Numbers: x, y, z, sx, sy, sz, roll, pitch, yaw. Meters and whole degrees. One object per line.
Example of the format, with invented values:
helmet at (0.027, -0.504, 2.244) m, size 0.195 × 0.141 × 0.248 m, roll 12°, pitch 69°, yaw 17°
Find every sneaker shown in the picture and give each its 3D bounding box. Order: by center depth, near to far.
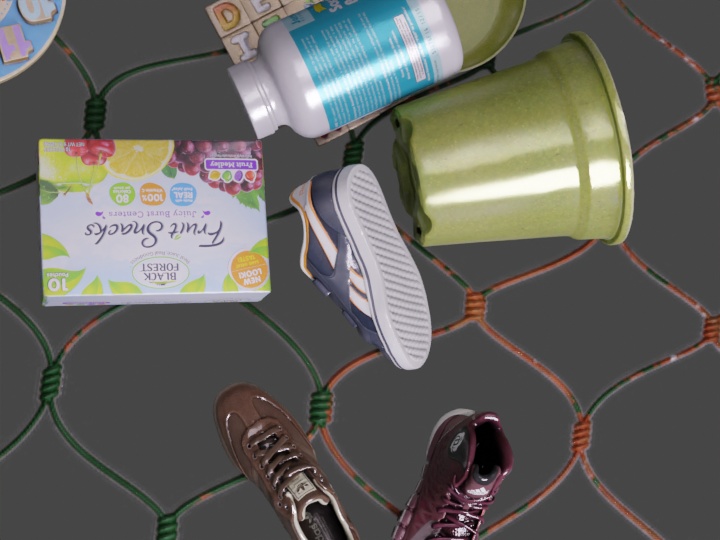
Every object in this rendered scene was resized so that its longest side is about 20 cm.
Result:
sneaker at (-0.055, 0.180, 1.338) m, size 0.070 × 0.076 × 0.200 m, roll -34°, pitch 89°, yaw -19°
sneaker at (0.082, 0.212, 1.348) m, size 0.075 × 0.116 × 0.201 m, roll 16°, pitch 74°, yaw -12°
sneaker at (0.000, 0.000, 1.397) m, size 0.078 × 0.079 × 0.200 m, roll -44°, pitch 119°, yaw -52°

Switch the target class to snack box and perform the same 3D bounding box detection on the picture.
snack box at (-0.185, -0.043, 1.361) m, size 0.199 × 0.053 × 0.143 m, roll -1°, pitch 80°, yaw -16°

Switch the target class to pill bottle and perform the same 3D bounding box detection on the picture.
pill bottle at (-0.016, -0.190, 1.382) m, size 0.200 × 0.111 × 0.111 m, roll -25°, pitch 86°, yaw -5°

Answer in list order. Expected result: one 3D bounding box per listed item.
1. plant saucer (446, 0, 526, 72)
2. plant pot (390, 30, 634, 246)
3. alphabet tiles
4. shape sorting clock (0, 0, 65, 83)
plant saucer at (0.064, -0.282, 1.494) m, size 0.199 × 0.031 × 0.201 m, roll 3°, pitch 78°, yaw -15°
plant pot at (0.129, -0.104, 1.403) m, size 0.184 × 0.200 × 0.201 m, roll -11°, pitch 81°, yaw -6°
alphabet tiles at (-0.043, -0.227, 1.442) m, size 0.166 × 0.006 × 0.200 m, roll -28°, pitch 88°, yaw -4°
shape sorting clock at (-0.362, -0.255, 1.363) m, size 0.199 × 0.039 × 0.201 m, roll 3°, pitch 79°, yaw -16°
